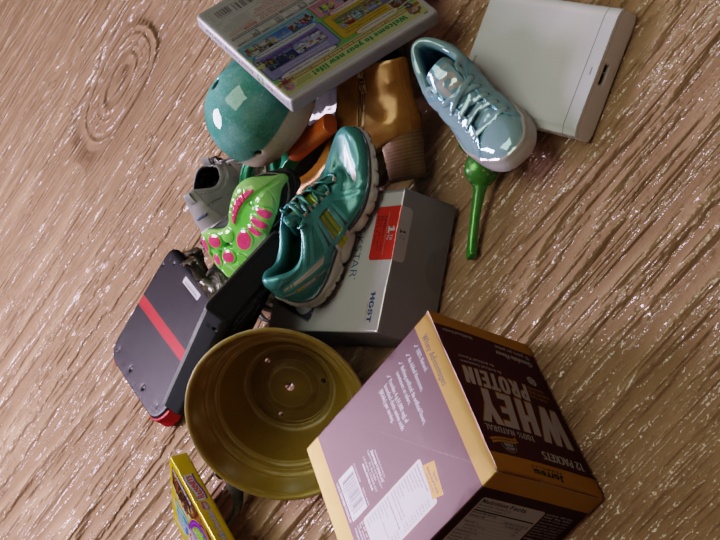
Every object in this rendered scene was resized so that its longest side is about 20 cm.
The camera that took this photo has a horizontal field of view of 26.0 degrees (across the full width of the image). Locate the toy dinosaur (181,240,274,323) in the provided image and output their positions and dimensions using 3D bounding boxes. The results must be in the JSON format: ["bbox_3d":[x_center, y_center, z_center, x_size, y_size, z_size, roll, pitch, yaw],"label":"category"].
[{"bbox_3d":[-0.168,0.014,1.886,0.077,0.102,0.200,-28,17,-14],"label":"toy dinosaur"}]

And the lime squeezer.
[{"bbox_3d":[0.116,-0.113,1.624,0.071,0.038,0.200,104,160,-54],"label":"lime squeezer"}]

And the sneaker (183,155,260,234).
[{"bbox_3d":[-0.158,-0.115,1.890,0.075,0.082,0.200,-28,23,24],"label":"sneaker"}]

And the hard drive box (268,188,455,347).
[{"bbox_3d":[0.000,0.000,1.679,0.200,0.077,0.156,-3,73,52],"label":"hard drive box"}]

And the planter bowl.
[{"bbox_3d":[-0.083,0.139,1.676,0.200,0.200,0.083,-55,5,21],"label":"planter bowl"}]

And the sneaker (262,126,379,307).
[{"bbox_3d":[-0.041,-0.058,1.625,0.077,0.080,0.200,22,92,54],"label":"sneaker"}]

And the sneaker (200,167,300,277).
[{"bbox_3d":[-0.116,-0.050,1.745,0.077,0.084,0.200,53,146,5],"label":"sneaker"}]

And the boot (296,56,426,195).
[{"bbox_3d":[-0.012,-0.159,1.735,0.201,0.071,0.144,-11,92,40],"label":"boot"}]

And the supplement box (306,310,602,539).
[{"bbox_3d":[0.081,0.186,1.439,0.200,0.133,0.197,-50,40,26],"label":"supplement box"}]

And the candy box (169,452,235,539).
[{"bbox_3d":[-0.173,0.306,1.770,0.200,0.026,0.102,-130,31,-50],"label":"candy box"}]

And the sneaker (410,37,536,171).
[{"bbox_3d":[0.102,-0.170,1.568,0.074,0.082,0.200,-51,40,11],"label":"sneaker"}]

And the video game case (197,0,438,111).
[{"bbox_3d":[-0.048,-0.274,1.704,0.200,0.022,0.182,-34,56,-19],"label":"video game case"}]

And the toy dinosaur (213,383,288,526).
[{"bbox_3d":[-0.144,0.190,1.768,0.102,0.077,0.200,-11,62,65],"label":"toy dinosaur"}]

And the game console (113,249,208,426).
[{"bbox_3d":[-0.243,0.087,2.004,0.177,0.031,0.200,-58,38,10],"label":"game console"}]

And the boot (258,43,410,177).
[{"bbox_3d":[-0.028,-0.175,1.815,0.200,0.073,0.182,-12,67,42],"label":"boot"}]

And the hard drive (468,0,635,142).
[{"bbox_3d":[0.182,-0.210,1.580,0.200,0.027,0.132,23,93,54],"label":"hard drive"}]

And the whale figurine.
[{"bbox_3d":[-0.116,-0.215,1.749,0.159,0.104,0.200,-34,41,44],"label":"whale figurine"}]

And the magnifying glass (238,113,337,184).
[{"bbox_3d":[-0.085,-0.126,1.769,0.200,0.022,0.080,-34,54,52],"label":"magnifying glass"}]

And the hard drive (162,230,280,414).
[{"bbox_3d":[-0.147,0.061,1.715,0.140,0.033,0.200,-51,-7,-40],"label":"hard drive"}]
